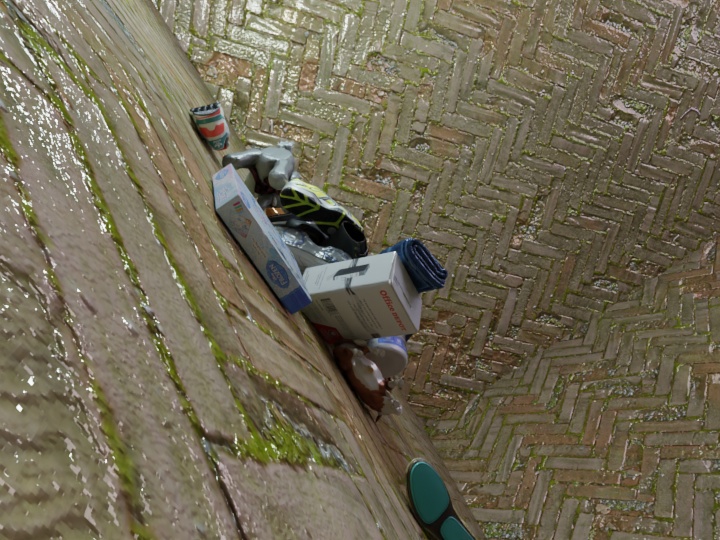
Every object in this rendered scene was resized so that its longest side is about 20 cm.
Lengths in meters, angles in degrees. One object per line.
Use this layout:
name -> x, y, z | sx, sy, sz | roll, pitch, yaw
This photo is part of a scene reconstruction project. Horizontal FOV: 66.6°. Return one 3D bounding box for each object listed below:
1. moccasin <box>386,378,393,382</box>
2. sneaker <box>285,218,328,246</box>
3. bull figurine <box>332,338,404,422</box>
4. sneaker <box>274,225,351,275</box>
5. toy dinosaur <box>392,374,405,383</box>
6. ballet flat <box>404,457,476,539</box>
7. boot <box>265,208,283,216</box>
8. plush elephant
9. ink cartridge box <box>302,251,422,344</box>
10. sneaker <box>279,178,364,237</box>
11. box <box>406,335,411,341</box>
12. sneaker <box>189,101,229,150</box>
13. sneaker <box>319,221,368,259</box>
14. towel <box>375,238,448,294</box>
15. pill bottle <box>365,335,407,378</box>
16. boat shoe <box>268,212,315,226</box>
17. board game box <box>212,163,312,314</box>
moccasin -> 0.047, 0.266, 1.322 | 0.074, 0.077, 0.201 | 57, -2, 16
sneaker -> -0.085, -0.064, 1.226 | 0.199, 0.076, 0.091 | 32, 10, -39
bull figurine -> 0.023, 0.212, 1.047 | 0.200, 0.065, 0.121 | 51, -33, -9
sneaker -> -0.114, -0.022, 1.100 | 0.199, 0.088, 0.075 | 30, 34, 10
toy dinosaur -> 0.009, 0.194, 1.233 | 0.200, 0.088, 0.048 | 45, -45, 28
ballet flat -> 0.117, 0.382, 0.864 | 0.201, 0.070, 0.071 | 58, -1, -7
boot -> -0.194, -0.107, 1.402 | 0.155, 0.073, 0.200 | 58, -12, 10
plush elephant -> -0.211, -0.200, 1.268 | 0.200, 0.163, 0.156 | -57, 161, -55
ink cartridge box -> 0.001, 0.056, 1.036 | 0.145, 0.198, 0.084 | 59, 34, -37
sneaker -> -0.072, -0.131, 1.155 | 0.199, 0.075, 0.077 | 34, 37, -19
box -> 0.010, 0.117, 1.479 | 0.199, 0.123, 0.199 | 15, -36, 51
sneaker -> -0.323, -0.310, 1.192 | 0.200, 0.070, 0.094 | -130, -155, -65
sneaker -> 0.000, 0.000, 1.127 | 0.200, 0.106, 0.075 | 46, 35, 2
towel -> 0.090, -0.001, 1.076 | 0.112, 0.049, 0.200 | 49, -17, -6
pill bottle -> 0.041, 0.123, 1.204 | 0.201, 0.113, 0.114 | -92, 159, -44
boat shoe -> -0.135, -0.122, 1.277 | 0.075, 0.199, 0.061 | -27, -109, 52
board game box -> -0.160, -0.055, 0.868 | 0.200, 0.043, 0.200 | 59, -2, -27
